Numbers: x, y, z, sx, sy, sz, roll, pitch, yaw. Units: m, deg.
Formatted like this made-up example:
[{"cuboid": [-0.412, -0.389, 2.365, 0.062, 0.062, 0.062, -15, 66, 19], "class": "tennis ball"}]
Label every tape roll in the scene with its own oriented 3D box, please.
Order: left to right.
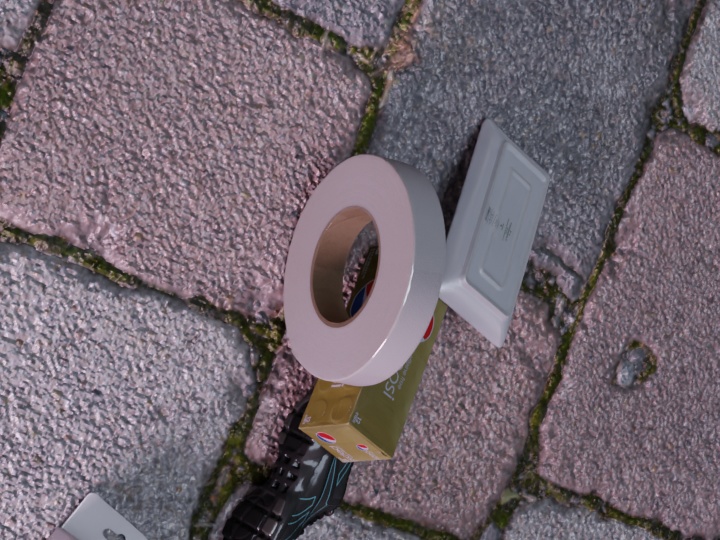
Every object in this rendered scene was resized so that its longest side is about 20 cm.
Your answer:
[{"cuboid": [0.000, 0.000, 1.572, 0.037, 0.202, 0.204, 13, 92, -34], "class": "tape roll"}]

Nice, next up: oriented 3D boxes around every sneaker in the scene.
[{"cuboid": [-0.057, 0.213, 1.652, 0.079, 0.075, 0.201, 37, 79, -35], "class": "sneaker"}]

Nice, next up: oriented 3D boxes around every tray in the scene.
[{"cuboid": [0.132, -0.038, 1.711, 0.107, 0.022, 0.201, 38, 56, -32], "class": "tray"}]

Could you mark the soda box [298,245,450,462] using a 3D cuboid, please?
[{"cuboid": [0.018, 0.072, 1.639, 0.064, 0.067, 0.201, 40, 57, -33], "class": "soda box"}]

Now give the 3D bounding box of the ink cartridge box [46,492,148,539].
[{"cuboid": [-0.248, 0.306, 1.551, 0.200, 0.067, 0.116, -51, 121, -14], "class": "ink cartridge box"}]
